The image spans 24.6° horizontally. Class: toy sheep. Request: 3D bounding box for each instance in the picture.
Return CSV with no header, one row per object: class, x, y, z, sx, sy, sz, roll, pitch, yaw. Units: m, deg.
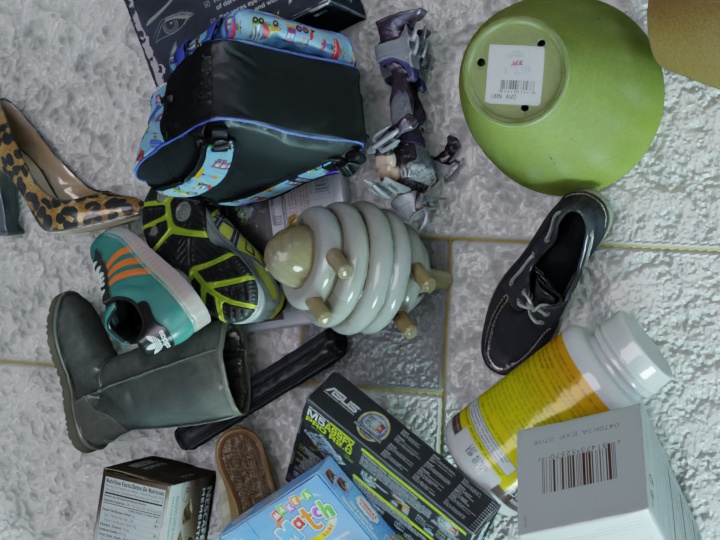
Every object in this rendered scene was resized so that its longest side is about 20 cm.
toy sheep,0.000,0.000,1.541,0.138,0.199,0.139,-32,51,51

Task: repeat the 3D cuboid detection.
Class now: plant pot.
plant pot,0.355,-0.222,1.421,0.199,0.186,0.188,5,92,33
plant pot,0.162,-0.164,1.463,0.186,0.200,0.189,0,90,19

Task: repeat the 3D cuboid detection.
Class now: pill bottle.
pill bottle,0.182,0.126,1.504,0.200,0.109,0.110,-39,78,15

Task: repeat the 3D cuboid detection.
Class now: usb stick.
usb stick,-0.097,0.116,1.630,0.199,0.055,0.033,-33,96,17

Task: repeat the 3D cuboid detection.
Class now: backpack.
backpack,-0.112,-0.137,1.528,0.200,0.181,0.136,-25,64,52

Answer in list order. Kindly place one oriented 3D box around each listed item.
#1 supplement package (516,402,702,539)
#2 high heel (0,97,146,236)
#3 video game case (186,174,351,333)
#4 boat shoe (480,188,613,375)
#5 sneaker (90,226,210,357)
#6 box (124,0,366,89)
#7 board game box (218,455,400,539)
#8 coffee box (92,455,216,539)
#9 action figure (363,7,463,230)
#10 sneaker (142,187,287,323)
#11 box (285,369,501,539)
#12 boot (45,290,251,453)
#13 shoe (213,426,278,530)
supplement package,0.221,0.229,1.432,0.116,0.201,0.118,-15,41,18
high heel,-0.306,-0.110,1.691,0.199,0.071,0.144,-1,96,28
video game case,-0.093,-0.042,1.646,0.180,0.023,0.202,-8,88,19
boat shoe,0.162,0.015,1.526,0.072,0.063,0.201,34,111,12
sneaker,-0.225,0.020,1.600,0.080,0.072,0.200,-36,36,-17
box,-0.127,-0.300,1.607,0.196,0.117,0.201,-23,84,18
board game box,-0.019,0.289,1.560,0.151,0.037,0.200,-36,97,35
coffee box,-0.211,0.294,1.639,0.079,0.113,0.202,10,92,19
action figure,0.046,-0.136,1.548,0.069,0.130,0.202,-9,76,20
sneaker,-0.146,-0.018,1.619,0.075,0.076,0.200,-46,59,17
box,0.026,0.206,1.541,0.200,0.044,0.161,37,146,16
boot,-0.210,0.081,1.638,0.199,0.072,0.183,-23,78,31
shoe,-0.102,0.252,1.639,0.069,0.053,0.202,-11,91,-10
